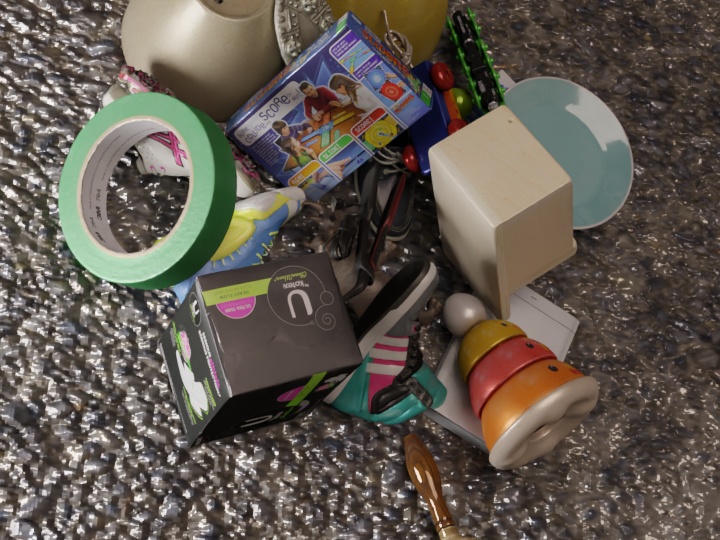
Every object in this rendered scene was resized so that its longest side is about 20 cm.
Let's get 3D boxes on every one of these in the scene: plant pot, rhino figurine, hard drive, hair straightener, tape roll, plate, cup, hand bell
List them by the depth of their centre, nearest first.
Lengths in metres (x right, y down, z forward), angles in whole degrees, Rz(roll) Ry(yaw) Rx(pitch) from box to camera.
[{"bbox_3d":[-0.224,-0.083,1.406,0.048,0.198,0.203,19,53,-63],"label":"tape roll"},{"bbox_3d":[0.089,0.270,1.452,0.103,0.105,0.202,-10,61,-23],"label":"hand bell"},{"bbox_3d":[-0.007,-0.046,1.476,0.076,0.041,0.202,26,52,-9],"label":"hair straightener"},{"bbox_3d":[0.000,0.000,1.511,0.087,0.060,0.201,-44,99,-28],"label":"rhino figurine"},{"bbox_3d":[-0.162,-0.291,1.527,0.197,0.143,0.203,7,68,-18],"label":"cup"},{"bbox_3d":[0.163,0.109,1.560,0.131,0.027,0.201,31,63,-6],"label":"hard drive"},{"bbox_3d":[0.029,-0.351,1.622,0.197,0.142,0.203,7,67,-17],"label":"plant pot"},{"bbox_3d":[0.240,-0.141,1.637,0.197,0.026,0.203,7,69,-17],"label":"plate"}]

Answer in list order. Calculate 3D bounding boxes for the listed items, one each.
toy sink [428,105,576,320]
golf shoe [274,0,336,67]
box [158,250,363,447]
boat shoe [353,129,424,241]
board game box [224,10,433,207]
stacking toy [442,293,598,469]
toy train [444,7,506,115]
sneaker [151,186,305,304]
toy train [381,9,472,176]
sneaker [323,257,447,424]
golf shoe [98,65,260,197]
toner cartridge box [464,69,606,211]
[{"bbox_3d":[0.163,-0.061,1.500,0.111,0.201,0.131,-30,57,-11],"label":"toy sink"},{"bbox_3d":[-0.060,-0.234,1.534,0.078,0.097,0.202,-34,122,-19],"label":"golf shoe"},{"bbox_3d":[-0.107,0.083,1.371,0.147,0.200,0.126,-13,75,-23],"label":"box"},{"bbox_3d":[0.036,-0.137,1.587,0.074,0.062,0.203,7,69,-24],"label":"boat shoe"},{"bbox_3d":[-0.036,-0.174,1.483,0.135,0.199,0.035,41,32,-22],"label":"board game box"},{"bbox_3d":[0.154,0.105,1.488,0.145,0.147,0.201,-25,64,-26],"label":"stacking toy"},{"bbox_3d":[0.142,-0.246,1.630,0.041,0.057,0.201,-19,44,6],"label":"toy train"},{"bbox_3d":[-0.134,-0.017,1.484,0.198,0.075,0.106,-26,99,-27],"label":"sneaker"},{"bbox_3d":[0.090,-0.208,1.573,0.115,0.084,0.203,5,64,-54],"label":"toy train"},{"bbox_3d":[0.053,0.091,1.452,0.120,0.201,0.084,32,24,-13],"label":"sneaker"},{"bbox_3d":[-0.203,-0.137,1.500,0.199,0.073,0.093,36,99,-4],"label":"golf shoe"},{"bbox_3d":[0.210,-0.143,1.665,0.200,0.043,0.095,45,61,1],"label":"toner cartridge box"}]
